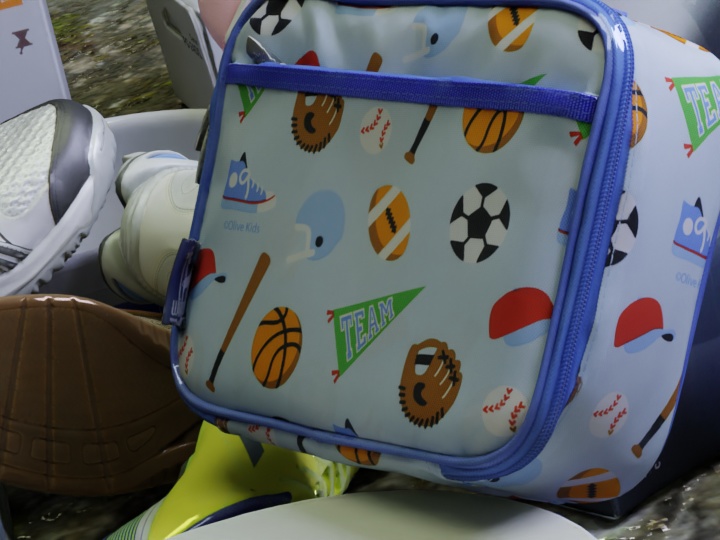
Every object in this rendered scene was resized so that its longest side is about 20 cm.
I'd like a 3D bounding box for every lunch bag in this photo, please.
[{"bbox_3d":[0.020,-0.018,0.854,0.075,0.161,0.199,12,-1,-41],"label":"lunch bag"}]

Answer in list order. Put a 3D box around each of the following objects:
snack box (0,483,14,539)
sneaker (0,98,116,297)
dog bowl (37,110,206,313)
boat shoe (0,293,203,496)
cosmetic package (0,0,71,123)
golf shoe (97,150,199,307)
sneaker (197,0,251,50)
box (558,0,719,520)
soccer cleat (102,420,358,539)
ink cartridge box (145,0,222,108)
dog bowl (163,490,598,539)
[{"bbox_3d":[-0.195,0.112,0.986,0.141,0.053,0.200,-17,19,-6],"label":"snack box"},{"bbox_3d":[-0.185,-0.011,1.032,0.200,0.088,0.076,-36,32,-5],"label":"sneaker"},{"bbox_3d":[-0.120,0.002,1.182,0.199,0.079,0.200,-11,20,4],"label":"dog bowl"},{"bbox_3d":[-0.087,0.047,1.024,0.199,0.073,0.072,0,-5,-26],"label":"boat shoe"},{"bbox_3d":[-0.194,-0.091,1.326,0.101,0.201,0.071,-15,20,-4],"label":"cosmetic package"},{"bbox_3d":[0.000,0.000,1.069,0.199,0.079,0.097,4,3,-36],"label":"golf shoe"},{"bbox_3d":[-0.020,-0.101,1.162,0.200,0.076,0.104,35,15,37],"label":"sneaker"},{"bbox_3d":[0.102,-0.045,1.009,0.198,0.201,0.123,-28,24,-33],"label":"box"},{"bbox_3d":[-0.035,0.085,0.930,0.083,0.065,0.200,-15,20,38],"label":"soccer cleat"},{"bbox_3d":[-0.009,-0.147,1.537,0.199,0.084,0.145,-18,20,-12],"label":"ink cartridge box"},{"bbox_3d":[-0.015,0.139,0.755,0.199,0.079,0.200,-12,20,4],"label":"dog bowl"}]
